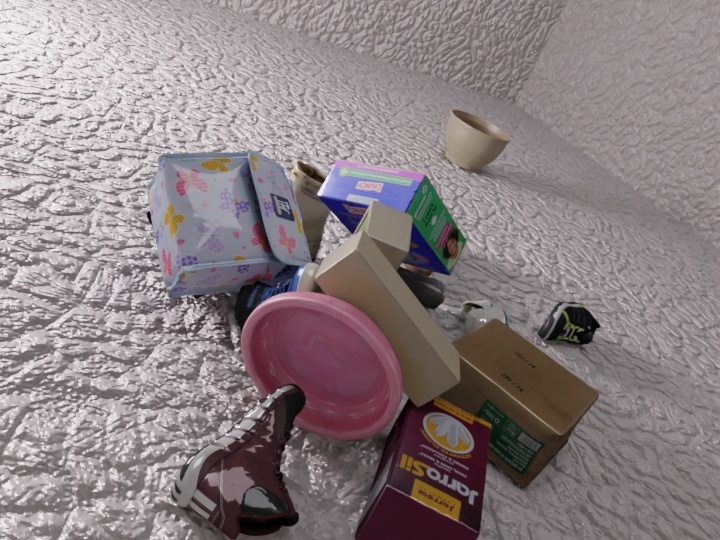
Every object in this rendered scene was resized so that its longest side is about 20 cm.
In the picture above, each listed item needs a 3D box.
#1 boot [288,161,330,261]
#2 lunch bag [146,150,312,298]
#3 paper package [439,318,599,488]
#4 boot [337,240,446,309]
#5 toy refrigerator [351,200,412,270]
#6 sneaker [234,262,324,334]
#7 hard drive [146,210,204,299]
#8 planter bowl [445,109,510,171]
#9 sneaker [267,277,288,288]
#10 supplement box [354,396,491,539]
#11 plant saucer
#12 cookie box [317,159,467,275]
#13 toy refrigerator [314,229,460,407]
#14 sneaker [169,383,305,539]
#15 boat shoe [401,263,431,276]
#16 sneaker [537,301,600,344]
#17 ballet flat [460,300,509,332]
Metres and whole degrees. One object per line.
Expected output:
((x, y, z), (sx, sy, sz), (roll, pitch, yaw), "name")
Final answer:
((-0.141, -0.121, 1.210), (0.199, 0.156, 0.073), (28, 25, 5), "boot")
((-0.169, -0.067, 0.954), (0.199, 0.127, 0.171), (-4, 71, -31), "lunch bag")
((0.213, 0.181, 1.022), (0.200, 0.104, 0.190), (38, 29, 23), "paper package")
((0.050, 0.017, 1.202), (0.199, 0.073, 0.182), (27, 8, -8), "boot")
((0.000, 0.000, 1.029), (0.070, 0.200, 0.076), (22, 44, -11), "toy refrigerator")
((-0.109, 0.044, 0.904), (0.111, 0.200, 0.077), (22, 59, 4), "sneaker")
((-0.222, -0.054, 1.075), (0.140, 0.033, 0.200), (61, 26, -6), "hard drive")
((0.345, -0.391, 2.191), (0.199, 0.135, 0.201), (20, 26, -10), "planter bowl")
((-0.138, -0.011, 1.078), (0.088, 0.081, 0.201), (26, 27, -12), "sneaker")
((0.079, 0.237, 0.813), (0.110, 0.086, 0.200), (26, 25, 2), "supplement box")
((-0.041, 0.104, 0.817), (0.200, 0.201, 0.051), (29, 40, 7), "plant saucer")
((0.055, -0.084, 1.133), (0.170, 0.076, 0.200), (16, -18, 34), "cookie box")
((0.033, 0.058, 0.839), (0.200, 0.070, 0.076), (52, 18, -13), "toy refrigerator")
((-0.094, 0.208, 0.742), (0.115, 0.076, 0.200), (38, 38, 13), "sneaker")
((0.129, -0.040, 1.400), (0.075, 0.072, 0.200), (24, 25, -3), "boat shoe")
((0.419, 0.108, 1.386), (0.083, 0.072, 0.199), (40, 29, 26), "sneaker")
((0.205, 0.087, 1.215), (0.069, 0.070, 0.200), (24, 6, -2), "ballet flat")
